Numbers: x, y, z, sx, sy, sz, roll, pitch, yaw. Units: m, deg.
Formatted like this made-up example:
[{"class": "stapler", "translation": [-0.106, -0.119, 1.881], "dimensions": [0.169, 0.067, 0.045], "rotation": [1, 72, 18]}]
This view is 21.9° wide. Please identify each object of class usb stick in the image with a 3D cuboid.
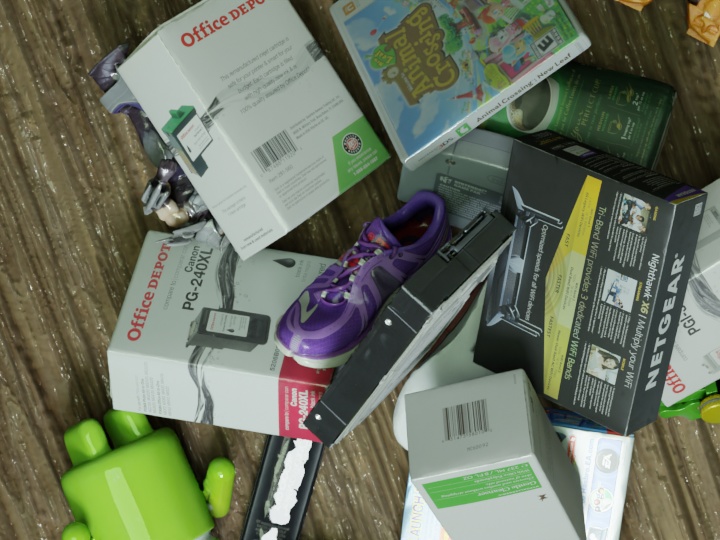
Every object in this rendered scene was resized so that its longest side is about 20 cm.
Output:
[{"class": "usb stick", "translation": [-0.064, 0.177, 1.708], "dimensions": [0.055, 0.033, 0.202], "rotation": [15, 102, -2]}]

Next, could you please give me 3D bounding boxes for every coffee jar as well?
[{"class": "coffee jar", "translation": [0.162, -0.137, 1.589], "dimensions": [0.198, 0.085, 0.105], "rotation": [19, 94, 4]}]

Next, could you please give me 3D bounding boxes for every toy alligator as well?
[{"class": "toy alligator", "translation": [0.305, 0.110, 1.636], "dimensions": [0.198, 0.060, 0.054], "rotation": [-18, 141, 16]}]

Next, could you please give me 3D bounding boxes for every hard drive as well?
[{"class": "hard drive", "translation": [0.040, 0.047, 1.496], "dimensions": [0.038, 0.140, 0.200], "rotation": [41, 135, 7]}]

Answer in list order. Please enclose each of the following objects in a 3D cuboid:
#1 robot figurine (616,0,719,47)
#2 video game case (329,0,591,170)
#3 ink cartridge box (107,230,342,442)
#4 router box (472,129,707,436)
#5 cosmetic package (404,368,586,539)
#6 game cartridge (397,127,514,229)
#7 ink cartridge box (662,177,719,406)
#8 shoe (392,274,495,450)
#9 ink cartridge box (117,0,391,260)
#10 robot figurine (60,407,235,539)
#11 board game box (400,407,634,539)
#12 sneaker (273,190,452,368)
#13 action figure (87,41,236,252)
[{"class": "robot figurine", "translation": [0.296, -0.300, 1.555], "dimensions": [0.144, 0.058, 0.201], "rotation": [26, 104, 2]}, {"class": "video game case", "translation": [0.078, -0.205, 1.555], "dimensions": [0.181, 0.022, 0.201], "rotation": [-34, 51, 13]}, {"class": "ink cartridge box", "translation": [-0.110, 0.056, 1.627], "dimensions": [0.198, 0.146, 0.084], "rotation": [9, 140, 6]}, {"class": "router box", "translation": [0.179, 0.008, 1.481], "dimensions": [0.156, 0.052, 0.202], "rotation": [26, 118, 34]}, {"class": "cosmetic package", "translation": [0.115, 0.171, 1.538], "dimensions": [0.107, 0.086, 0.200], "rotation": [-14, 143, 14]}, {"class": "game cartridge", "translation": [0.131, -0.065, 1.589], "dimensions": [0.198, 0.134, 0.041], "rotation": [19, 69, 4]}, {"class": "ink cartridge box", "translation": [0.304, 0.008, 1.565], "dimensions": [0.199, 0.083, 0.147], "rotation": [-31, 136, 12]}, {"class": "shoe", "translation": [0.100, 0.070, 1.628], "dimensions": [0.071, 0.091, 0.201], "rotation": [34, 96, 2]}, {"class": "ink cartridge box", "translation": [-0.091, -0.136, 1.590], "dimensions": [0.084, 0.146, 0.201], "rotation": [-29, 96, 51]}, {"class": "robot figurine", "translation": [-0.198, 0.222, 1.686], "dimensions": [0.174, 0.115, 0.202], "rotation": [-22, 88, -29]}, {"class": "board game box", "translation": [0.137, 0.222, 1.675], "dimensions": [0.194, 0.056, 0.202], "rotation": [9, 101, 7]}, {"class": "sneaker", "translation": [0.000, 0.000, 1.568], "dimensions": [0.080, 0.084, 0.200], "rotation": [32, 59, 25]}, {"class": "action figure", "translation": [-0.164, -0.101, 1.629], "dimensions": [0.069, 0.130, 0.201], "rotation": [-33, 88, 27]}]
